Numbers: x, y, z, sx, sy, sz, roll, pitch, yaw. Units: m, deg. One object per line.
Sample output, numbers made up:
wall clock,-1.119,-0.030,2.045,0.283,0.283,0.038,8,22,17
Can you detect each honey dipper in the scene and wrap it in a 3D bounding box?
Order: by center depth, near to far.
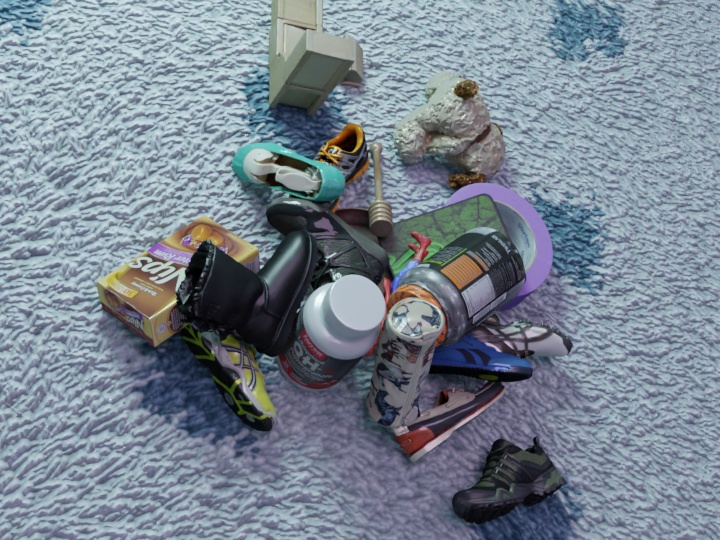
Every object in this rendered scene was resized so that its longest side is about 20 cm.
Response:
honey dipper,0.029,-0.133,1.819,0.038,0.038,0.201,16,41,-16

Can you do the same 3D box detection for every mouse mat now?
mouse mat,0.140,-0.022,1.777,0.199,0.008,0.162,-19,74,-11

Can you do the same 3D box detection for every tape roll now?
tape roll,0.207,-0.038,1.857,0.199,0.066,0.202,10,62,-20

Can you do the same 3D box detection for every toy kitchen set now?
toy kitchen set,-0.042,-0.371,1.842,0.162,0.180,0.202,8,66,-22

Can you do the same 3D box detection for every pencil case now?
pencil case,0.061,0.129,1.581,0.077,0.201,0.090,-18,50,-29

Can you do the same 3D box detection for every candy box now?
candy box,-0.248,0.011,1.599,0.116,0.057,0.200,30,50,30

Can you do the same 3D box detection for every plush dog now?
plush dog,0.176,-0.227,1.906,0.172,0.160,0.200,50,52,-22

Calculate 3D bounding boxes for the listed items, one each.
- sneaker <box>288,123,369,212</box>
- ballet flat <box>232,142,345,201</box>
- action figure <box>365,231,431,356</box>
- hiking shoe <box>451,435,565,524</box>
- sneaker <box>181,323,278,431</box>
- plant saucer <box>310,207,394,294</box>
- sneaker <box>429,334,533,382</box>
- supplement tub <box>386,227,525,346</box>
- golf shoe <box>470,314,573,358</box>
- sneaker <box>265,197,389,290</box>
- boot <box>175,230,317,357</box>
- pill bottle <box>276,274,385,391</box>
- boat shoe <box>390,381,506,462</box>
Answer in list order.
sneaker,-0.052,-0.153,1.778,0.078,0.078,0.200,22,49,16
ballet flat,-0.118,-0.148,1.706,0.199,0.068,0.070,16,10,25
action figure,0.046,0.039,1.700,0.051,0.066,0.201,24,65,1
hiking shoe,0.201,0.301,1.684,0.199,0.076,0.101,-7,59,-37
sneaker,-0.166,0.128,1.594,0.076,0.075,0.201,-29,80,-31
plant saucer,0.000,0.000,1.761,0.199,0.035,0.202,11,60,-20
sneaker,0.158,0.117,1.708,0.198,0.066,0.079,7,70,14
supplement tub,0.135,0.029,1.659,0.200,0.123,0.123,-32,81,-38
golf shoe,0.230,0.121,1.787,0.198,0.078,0.095,13,68,-9
sneaker,-0.059,-0.023,1.681,0.199,0.076,0.115,34,49,-11
boot,-0.153,0.008,1.559,0.162,0.073,0.200,30,70,-33
pill bottle,-0.038,0.084,1.599,0.110,0.200,0.111,10,61,-18
boat shoe,0.132,0.206,1.698,0.199,0.071,0.063,-30,77,-29
